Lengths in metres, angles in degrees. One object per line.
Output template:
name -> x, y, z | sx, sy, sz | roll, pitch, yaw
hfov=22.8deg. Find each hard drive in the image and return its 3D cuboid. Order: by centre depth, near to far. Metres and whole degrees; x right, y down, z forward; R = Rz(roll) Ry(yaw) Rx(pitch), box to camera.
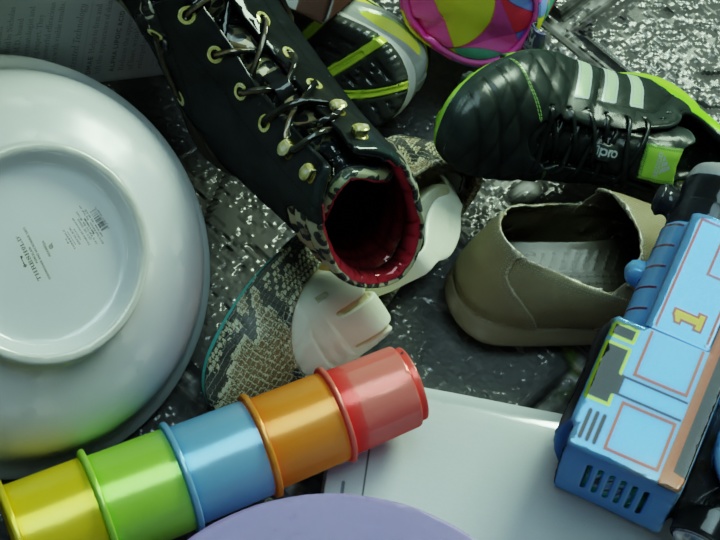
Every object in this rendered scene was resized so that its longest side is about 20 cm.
hard drive -> 0.078, 0.126, 0.850 | 0.198, 0.027, 0.133 | 11, 54, -2

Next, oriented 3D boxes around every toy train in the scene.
toy train -> 0.171, 0.035, 0.844 | 0.113, 0.087, 0.201 | 24, 70, 8

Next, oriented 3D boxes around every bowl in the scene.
bowl -> -0.152, -0.004, 0.805 | 0.199, 0.090, 0.204 | 1, 87, -22

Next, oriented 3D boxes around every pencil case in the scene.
pencil case -> 0.091, -0.189, 1.008 | 0.088, 0.089, 0.200 | 23, 38, 6

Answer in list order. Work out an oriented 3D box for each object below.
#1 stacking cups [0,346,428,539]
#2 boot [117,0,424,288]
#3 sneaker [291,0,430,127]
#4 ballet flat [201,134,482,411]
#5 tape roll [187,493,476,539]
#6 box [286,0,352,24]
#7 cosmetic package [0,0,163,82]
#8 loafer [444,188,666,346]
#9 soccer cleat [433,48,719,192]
stacking cups -> -0.066, 0.087, 0.821 | 0.198, 0.061, 0.061 | -21, 61, -17
boot -> -0.044, -0.095, 0.817 | 0.073, 0.204, 0.154 | -34, 45, -13
sneaker -> -0.052, -0.139, 0.996 | 0.199, 0.076, 0.076 | 31, 27, 14
ballet flat -> 0.000, 0.000, 0.891 | 0.075, 0.068, 0.200 | 5, 42, 39
tape roll -> -0.013, 0.200, 0.732 | 0.198, 0.085, 0.202 | 2, 63, -5
box -> -0.007, -0.214, 0.978 | 0.074, 0.101, 0.200 | 23, 25, 5
cosmetic package -> -0.173, -0.146, 0.884 | 0.198, 0.074, 0.102 | -10, 53, -25
loafer -> 0.144, -0.001, 0.924 | 0.198, 0.068, 0.077 | -7, 57, -14
soccer cleat -> 0.123, -0.073, 0.933 | 0.199, 0.068, 0.081 | -4, 31, -43
